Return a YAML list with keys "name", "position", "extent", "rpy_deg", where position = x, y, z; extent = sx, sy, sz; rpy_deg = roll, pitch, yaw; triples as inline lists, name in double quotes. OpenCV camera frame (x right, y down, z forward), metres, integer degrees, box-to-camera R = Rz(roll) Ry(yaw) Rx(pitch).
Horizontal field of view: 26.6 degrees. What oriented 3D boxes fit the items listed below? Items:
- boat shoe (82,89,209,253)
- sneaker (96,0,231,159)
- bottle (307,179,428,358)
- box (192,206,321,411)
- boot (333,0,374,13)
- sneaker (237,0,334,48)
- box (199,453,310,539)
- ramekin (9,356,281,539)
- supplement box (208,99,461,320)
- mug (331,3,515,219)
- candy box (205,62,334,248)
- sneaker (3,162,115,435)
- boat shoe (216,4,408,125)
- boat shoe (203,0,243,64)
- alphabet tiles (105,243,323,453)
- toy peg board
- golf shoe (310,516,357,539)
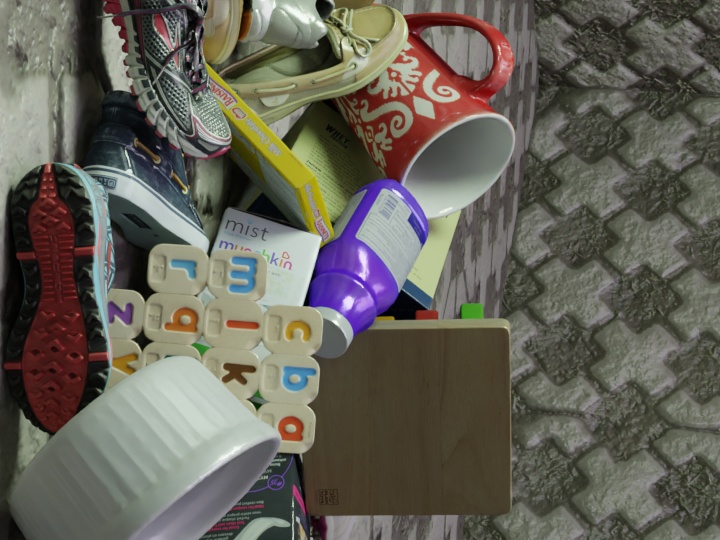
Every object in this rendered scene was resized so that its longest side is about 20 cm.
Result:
- name: "boat shoe"
  position: [-0.168, -0.075, 1.274]
  extent: [0.200, 0.070, 0.091]
  rpy_deg: [52, 48, -68]
- name: "sneaker"
  position: [-0.148, -0.183, 1.191]
  extent: [0.201, 0.074, 0.081]
  rpy_deg: [68, 20, -13]
- name: "bottle"
  position: [0.000, 0.000, 1.388]
  extent: [0.084, 0.065, 0.200]
  rpy_deg: [51, 39, -20]
- name: "box"
  position: [-0.116, 0.073, 1.376]
  extent: [0.200, 0.096, 0.177]
  rpy_deg: [112, -5, -58]
- name: "boot"
  position: [-0.046, -0.342, 1.521]
  extent: [0.076, 0.155, 0.201]
  rpy_deg: [-5, 116, -43]
- name: "sneaker"
  position: [-0.070, -0.275, 1.452]
  extent: [0.076, 0.092, 0.201]
  rpy_deg: [122, -22, -43]
- name: "box"
  position: [-0.112, 0.266, 1.446]
  extent: [0.106, 0.122, 0.201]
  rpy_deg: [78, 8, -51]
- name: "ramekin"
  position: [-0.164, 0.155, 1.134]
  extent: [0.200, 0.098, 0.201]
  rpy_deg: [-40, 168, -10]
- name: "supplement box"
  position: [-0.024, -0.038, 1.565]
  extent: [0.134, 0.200, 0.200]
  rpy_deg: [-45, -165, 36]
- name: "mug"
  position: [0.062, -0.178, 1.526]
  extent: [0.200, 0.177, 0.134]
  rpy_deg: [53, -1, 33]
- name: "candy box"
  position: [-0.098, -0.112, 1.374]
  extent: [0.026, 0.200, 0.102]
  rpy_deg: [-38, 151, -10]
- name: "sneaker"
  position: [-0.208, 0.021, 1.129]
  extent: [0.096, 0.079, 0.201]
  rpy_deg: [-22, 116, -78]
- name: "boat shoe"
  position: [-0.046, -0.205, 1.457]
  extent: [0.063, 0.200, 0.073]
  rpy_deg: [76, -12, -61]
- name: "boat shoe"
  position: [-0.140, -0.251, 1.346]
  extent: [0.200, 0.069, 0.074]
  rpy_deg: [115, -30, -60]
- name: "alphabet tiles"
  position: [-0.131, 0.081, 1.239]
  extent: [0.015, 0.194, 0.201]
  rpy_deg: [161, -66, -87]
- name: "toy peg board"
  position: [0.044, 0.125, 1.464]
  extent: [0.098, 0.198, 0.201]
  rpy_deg: [-82, 170, -66]
- name: "golf shoe"
  position: [-0.011, 0.214, 1.558]
  extent: [0.075, 0.091, 0.201]
  rpy_deg: [-122, -150, -62]
